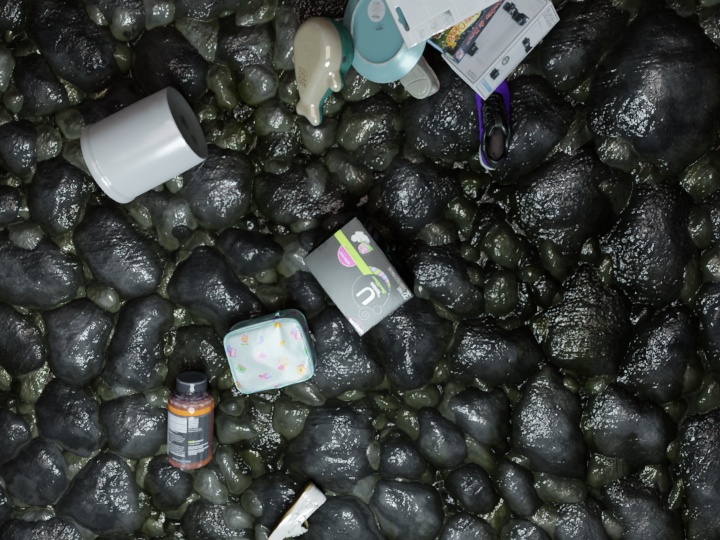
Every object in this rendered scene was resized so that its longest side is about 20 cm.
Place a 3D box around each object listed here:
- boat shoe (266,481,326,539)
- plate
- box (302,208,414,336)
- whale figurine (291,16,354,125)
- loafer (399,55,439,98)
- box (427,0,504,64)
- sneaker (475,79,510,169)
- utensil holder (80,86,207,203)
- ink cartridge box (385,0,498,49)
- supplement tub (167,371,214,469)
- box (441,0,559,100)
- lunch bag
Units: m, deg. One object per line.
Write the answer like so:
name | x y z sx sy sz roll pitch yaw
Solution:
boat shoe | -0.154 0.594 1.575 0.069 0.071 0.201 37 103 -2
plate | 0.040 -0.468 1.289 0.196 0.025 0.206 10 108 33
box | 0.000 0.000 1.396 0.148 0.125 0.201 -37 98 12
whale figurine | -0.074 -0.397 1.331 0.159 0.102 0.204 39 130 35
loafer | 0.085 -0.427 1.325 0.072 0.062 0.202 -40 80 38
box | 0.192 -0.515 1.263 0.136 0.038 0.201 42 101 24
sneaker | 0.265 -0.300 1.308 0.068 0.100 0.206 -5 100 6
utensil holder | -0.436 -0.258 1.361 0.196 0.170 0.173 -24 100 9
ink cartridge box | 0.152 -0.498 1.201 0.197 0.051 0.110 -22 111 24
supplement tub | -0.386 0.338 1.524 0.104 0.107 0.205 7 103 4
box | 0.264 -0.443 1.269 0.200 0.060 0.117 -47 56 14
lunch bag | -0.196 0.174 1.480 0.195 0.077 0.164 -14 100 9
